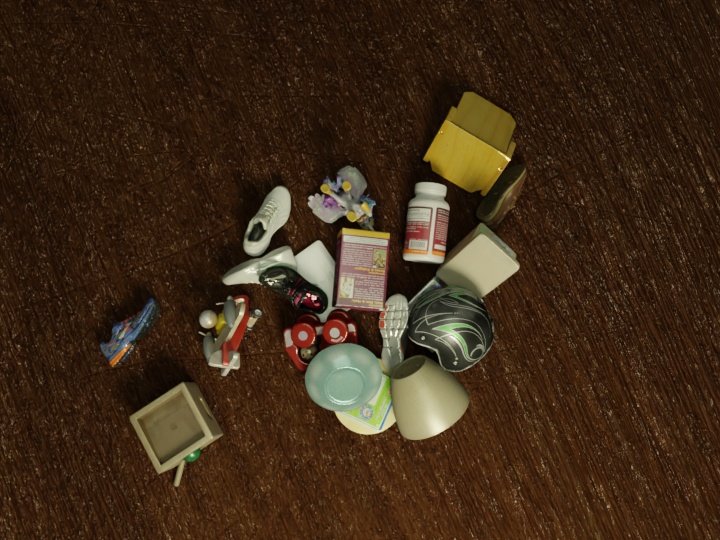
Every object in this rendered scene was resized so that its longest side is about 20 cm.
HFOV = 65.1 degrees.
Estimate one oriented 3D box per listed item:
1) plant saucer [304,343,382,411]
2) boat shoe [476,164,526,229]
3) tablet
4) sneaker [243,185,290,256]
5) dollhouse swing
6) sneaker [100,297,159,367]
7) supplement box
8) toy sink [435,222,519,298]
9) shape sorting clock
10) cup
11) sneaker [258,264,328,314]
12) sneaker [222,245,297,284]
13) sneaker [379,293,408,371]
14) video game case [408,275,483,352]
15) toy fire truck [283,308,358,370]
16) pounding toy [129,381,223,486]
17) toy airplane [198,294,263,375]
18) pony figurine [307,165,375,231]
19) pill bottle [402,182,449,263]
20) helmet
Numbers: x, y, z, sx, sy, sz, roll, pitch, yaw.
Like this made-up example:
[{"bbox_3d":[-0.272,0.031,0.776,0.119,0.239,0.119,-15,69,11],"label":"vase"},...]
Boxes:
[{"bbox_3d":[-0.040,0.281,1.418,0.198,0.039,0.204,-3,113,-6],"label":"plant saucer"},{"bbox_3d":[0.391,-0.201,1.536,0.201,0.072,0.068,-53,126,-12],"label":"boat shoe"},{"bbox_3d":[-0.106,0.036,1.511,0.129,0.014,0.201,-35,91,-4],"label":"tablet"},{"bbox_3d":[-0.239,-0.133,1.457,0.077,0.099,0.202,25,80,0],"label":"sneaker"},{"bbox_3d":[0.305,-0.352,1.544,0.198,0.177,0.183,28,128,-3],"label":"dollhouse swing"},{"bbox_3d":[-0.592,0.148,1.441,0.078,0.075,0.201,37,84,1],"label":"sneaker"},{"bbox_3d":[0.000,0.000,1.467,0.129,0.103,0.203,6,84,-9],"label":"supplement box"},{"bbox_3d":[0.312,-0.030,1.446,0.130,0.200,0.112,40,47,-2],"label":"toy sink"},{"bbox_3d":[0.022,0.332,1.499,0.197,0.039,0.203,0,86,-3],"label":"shape sorting clock"},{"bbox_3d":[0.153,0.301,1.418,0.199,0.200,0.144,-32,102,-5],"label":"cup"},{"bbox_3d":[-0.165,0.050,1.437,0.198,0.084,0.077,26,103,-17],"label":"sneaker"},{"bbox_3d":[-0.260,0.012,1.473,0.198,0.075,0.089,-20,110,2],"label":"sneaker"},{"bbox_3d":[0.092,0.158,1.491,0.076,0.082,0.203,9,98,17],"label":"sneaker"},{"bbox_3d":[0.217,0.101,1.532,0.200,0.018,0.143,-43,91,-4],"label":"video game case"},{"bbox_3d":[-0.096,0.198,1.457,0.197,0.112,0.171,-7,99,4],"label":"toy fire truck"},{"bbox_3d":[-0.458,0.418,1.426,0.183,0.142,0.201,-32,80,-5],"label":"pounding toy"},{"bbox_3d":[-0.340,0.154,1.396,0.140,0.199,0.202,29,88,-13],"label":"toy airplane"},{"bbox_3d":[-0.037,-0.178,1.452,0.167,0.200,0.193,-45,76,2],"label":"pony figurine"},{"bbox_3d":[0.176,-0.124,1.488,0.111,0.113,0.203,7,88,-4],"label":"pill bottle"},{"bbox_3d":[0.223,0.134,1.421,0.200,0.200,0.191,-42,109,-4],"label":"helmet"}]
